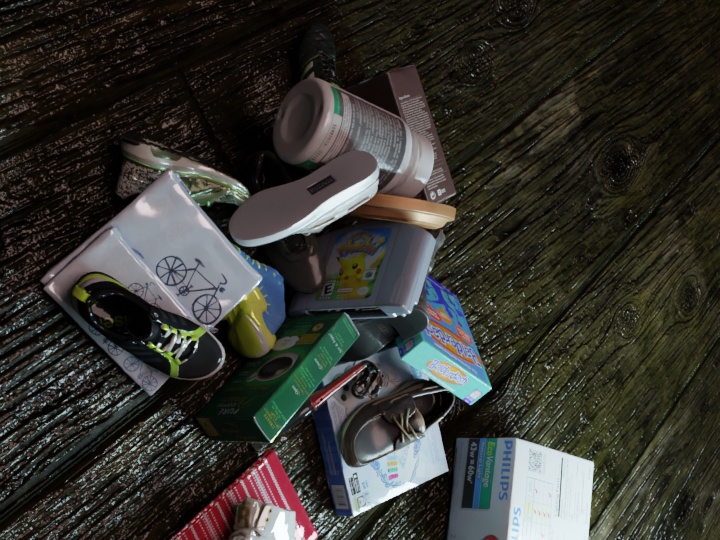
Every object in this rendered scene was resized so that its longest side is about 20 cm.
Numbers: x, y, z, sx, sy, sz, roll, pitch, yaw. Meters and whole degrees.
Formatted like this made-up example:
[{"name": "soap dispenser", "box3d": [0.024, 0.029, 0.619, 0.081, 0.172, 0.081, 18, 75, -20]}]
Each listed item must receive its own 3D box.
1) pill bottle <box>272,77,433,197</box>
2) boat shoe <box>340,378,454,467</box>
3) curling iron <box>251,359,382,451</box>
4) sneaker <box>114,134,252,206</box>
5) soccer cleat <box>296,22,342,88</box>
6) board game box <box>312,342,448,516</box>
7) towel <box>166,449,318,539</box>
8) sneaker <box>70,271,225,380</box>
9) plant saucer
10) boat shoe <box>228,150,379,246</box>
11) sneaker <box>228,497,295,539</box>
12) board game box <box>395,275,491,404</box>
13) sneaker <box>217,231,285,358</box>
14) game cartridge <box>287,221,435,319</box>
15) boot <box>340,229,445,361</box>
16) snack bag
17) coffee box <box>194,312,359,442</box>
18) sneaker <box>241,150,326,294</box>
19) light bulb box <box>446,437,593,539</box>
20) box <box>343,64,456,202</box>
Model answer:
[{"name": "pill bottle", "box3d": [-0.005, -0.164, 1.312, 0.199, 0.113, 0.114, 19, 70, -39]}, {"name": "boat shoe", "box3d": [0.053, 0.199, 1.361, 0.200, 0.073, 0.075, -33, 103, -42]}, {"name": "curling iron", "box3d": [-0.053, 0.177, 1.309, 0.199, 0.026, 0.050, -28, 72, -19]}, {"name": "sneaker", "box3d": [-0.221, -0.099, 1.240, 0.200, 0.077, 0.089, 20, 100, -41]}, {"name": "soccer cleat", "box3d": [-0.052, -0.255, 1.403, 0.067, 0.081, 0.201, 19, 69, -40]}, {"name": "board game box", "box3d": [0.025, 0.215, 1.414, 0.198, 0.043, 0.201, -13, 91, -43]}, {"name": "towel", "box3d": [-0.144, 0.333, 1.245, 0.200, 0.022, 0.145, -38, 110, -39]}, {"name": "sneaker", "box3d": [-0.236, 0.073, 1.119, 0.200, 0.083, 0.072, 31, 90, -25]}, {"name": "plant saucer", "box3d": [0.029, -0.081, 1.368, 0.200, 0.200, 0.033, 6, 90, -43]}, {"name": "boat shoe", "box3d": [-0.065, -0.076, 1.230, 0.200, 0.072, 0.066, -33, 146, -16]}, {"name": "sneaker", "box3d": [-0.150, 0.326, 1.183, 0.200, 0.073, 0.116, 9, 78, -52]}, {"name": "board game box", "box3d": [0.101, 0.078, 1.440, 0.152, 0.045, 0.200, 35, 25, -34]}, {"name": "sneaker", "box3d": [-0.157, 0.007, 1.272, 0.105, 0.075, 0.201, -48, 120, -54]}, {"name": "game cartridge", "box3d": [0.000, 0.000, 1.322, 0.040, 0.199, 0.134, 46, 53, -38]}, {"name": "boot", "box3d": [0.024, 0.029, 1.386, 0.069, 0.199, 0.175, 57, 26, -35]}, {"name": "snack bag", "box3d": [-0.231, 0.014, 1.167, 0.200, 0.021, 0.189, -43, 113, -11]}, {"name": "coffee box", "box3d": [-0.102, 0.132, 1.256, 0.200, 0.123, 0.044, -49, 118, -39]}, {"name": "sneaker", "box3d": [-0.100, -0.062, 1.298, 0.076, 0.091, 0.201, -26, 92, -10]}, {"name": "light bulb box", "box3d": [0.243, 0.368, 1.536, 0.200, 0.125, 0.199, 23, 68, -38]}, {"name": "box", "box3d": [0.056, -0.188, 1.482, 0.075, 0.100, 0.201, -27, 102, -44]}]
